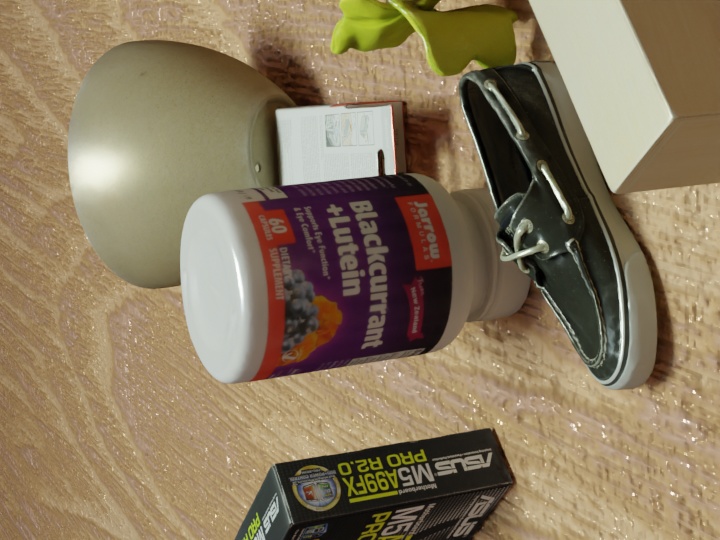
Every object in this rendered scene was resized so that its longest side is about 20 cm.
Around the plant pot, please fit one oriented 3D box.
[{"bbox_3d":[-0.117,-0.089,1.196,0.133,0.200,0.203,-3,94,30],"label":"plant pot"}]

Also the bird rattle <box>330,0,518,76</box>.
[{"bbox_3d":[0.028,-0.211,0.851,0.201,0.111,0.164,70,-147,-49],"label":"bird rattle"}]

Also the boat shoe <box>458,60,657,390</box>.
[{"bbox_3d":[0.104,-0.024,0.836,0.071,0.063,0.202,125,133,-56],"label":"boat shoe"}]

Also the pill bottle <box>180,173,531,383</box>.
[{"bbox_3d":[0.000,0.000,0.907,0.111,0.198,0.113,28,122,60],"label":"pill bottle"}]

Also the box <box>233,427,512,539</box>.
[{"bbox_3d":[-0.006,0.184,1.017,0.201,0.158,0.045,117,140,-50],"label":"box"}]

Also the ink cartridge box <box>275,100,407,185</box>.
[{"bbox_3d":[-0.001,-0.065,1.074,0.199,0.050,0.111,9,104,64],"label":"ink cartridge box"}]

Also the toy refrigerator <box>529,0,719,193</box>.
[{"bbox_3d":[0.130,-0.140,0.737,0.070,0.075,0.202,-58,45,54],"label":"toy refrigerator"}]
